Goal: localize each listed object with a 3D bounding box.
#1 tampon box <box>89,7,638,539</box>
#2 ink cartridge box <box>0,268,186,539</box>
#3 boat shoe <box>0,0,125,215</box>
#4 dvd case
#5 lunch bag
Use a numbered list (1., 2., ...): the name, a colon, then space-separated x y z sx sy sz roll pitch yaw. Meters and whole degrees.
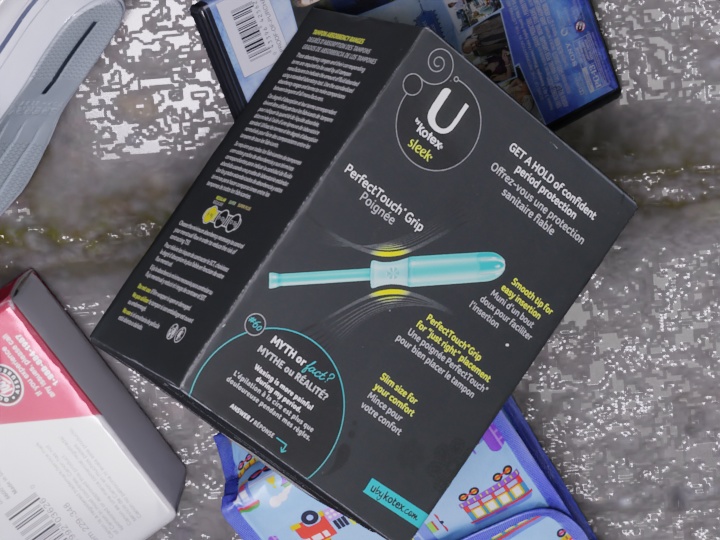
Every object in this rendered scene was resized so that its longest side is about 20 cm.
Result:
1. tampon box: 0.000 0.000 1.261 0.150 0.126 0.200 38 82 -26
2. ink cartridge box: -0.213 0.117 1.405 0.200 0.086 0.148 -34 101 10
3. boat shoe: -0.197 -0.087 1.374 0.200 0.074 0.067 -49 66 16
4. dvd case: 0.027 -0.109 1.333 0.200 0.018 0.143 -28 111 -17
5. lunch bag: 0.038 0.144 1.416 0.151 0.094 0.200 -30 113 8
